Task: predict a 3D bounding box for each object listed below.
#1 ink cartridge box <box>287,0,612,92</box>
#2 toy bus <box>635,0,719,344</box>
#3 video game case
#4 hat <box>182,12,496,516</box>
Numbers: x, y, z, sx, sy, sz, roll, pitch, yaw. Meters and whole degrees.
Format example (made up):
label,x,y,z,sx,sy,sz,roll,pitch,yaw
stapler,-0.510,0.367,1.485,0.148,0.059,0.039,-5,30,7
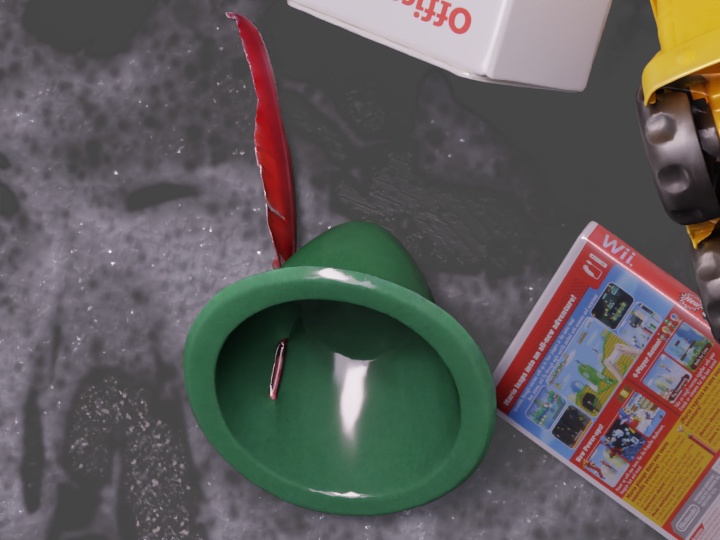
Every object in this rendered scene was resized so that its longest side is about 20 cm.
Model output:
label,x,y,z,sx,sy,sz,roll,pitch,yaw
ink cartridge box,0.060,-0.199,1.344,0.146,0.083,0.201,27,104,40
toy bus,0.203,-0.080,1.362,0.135,0.193,0.201,-18,129,8
video game case,0.168,0.079,1.447,0.200,0.017,0.143,36,137,6
hat,0.000,0.000,1.515,0.164,0.177,0.201,4,132,8
